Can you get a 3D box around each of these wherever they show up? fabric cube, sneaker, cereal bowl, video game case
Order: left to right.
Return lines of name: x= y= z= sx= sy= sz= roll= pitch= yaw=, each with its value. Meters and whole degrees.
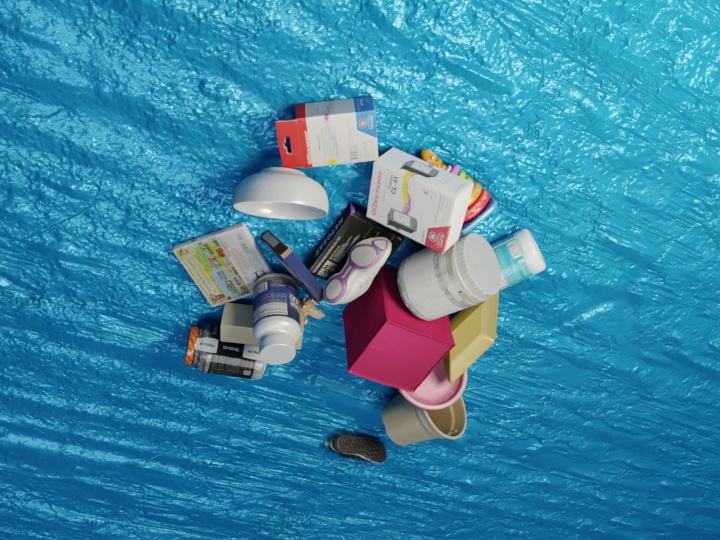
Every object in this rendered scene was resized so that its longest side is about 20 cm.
video game case: x=-0.316 y=-0.010 z=1.639 sx=0.181 sy=0.023 sz=0.200 roll=-18 pitch=131 yaw=9
cereal bowl: x=-0.164 y=-0.164 z=1.443 sx=0.199 sy=0.084 sz=0.200 roll=4 pitch=173 yaw=0
sneaker: x=-0.014 y=0.548 z=2.134 sx=0.199 sy=0.072 sz=0.083 roll=23 pitch=149 yaw=-22
sneaker: x=0.000 y=0.000 z=1.587 sx=0.200 sy=0.075 sz=0.100 roll=-45 pitch=155 yaw=14
fabric cube: x=0.088 y=0.142 z=1.692 sx=0.195 sy=0.200 sz=0.200 roll=22 pitch=125 yaw=-22

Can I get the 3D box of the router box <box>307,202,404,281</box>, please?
router box: x=-0.013 y=-0.047 z=1.616 sx=0.149 sy=0.051 sz=0.200 roll=25 pitch=124 yaw=-22

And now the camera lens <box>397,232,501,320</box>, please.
camera lens: x=0.196 y=0.016 z=1.562 sx=0.199 sy=0.161 sz=0.160 roll=-24 pitch=131 yaw=38

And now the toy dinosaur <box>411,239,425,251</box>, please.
toy dinosaur: x=0.143 y=-0.101 z=1.592 sx=0.088 sy=0.048 sz=0.200 roll=-21 pitch=126 yaw=21

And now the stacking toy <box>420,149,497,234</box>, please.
stacking toy: x=0.197 y=-0.187 z=1.498 sx=0.110 sy=0.116 sz=0.200 roll=-41 pitch=108 yaw=1

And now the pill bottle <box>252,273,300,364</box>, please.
pill bottle: x=-0.196 y=0.114 z=1.611 sx=0.110 sy=0.201 sz=0.111 roll=-5 pitch=140 yaw=-4

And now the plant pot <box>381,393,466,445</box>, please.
plant pot: x=0.167 y=0.406 z=1.948 sx=0.200 sy=0.201 sz=0.183 roll=35 pitch=130 yaw=-30

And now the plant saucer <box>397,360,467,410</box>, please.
plant saucer: x=0.182 y=0.273 z=1.833 sx=0.199 sy=0.202 sz=0.051 roll=3 pitch=158 yaw=-8

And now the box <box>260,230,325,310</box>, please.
box: x=-0.146 y=0.001 z=1.602 sx=0.032 sy=0.121 sz=0.200 roll=-41 pitch=128 yaw=-9

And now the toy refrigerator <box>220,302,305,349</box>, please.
toy refrigerator: x=-0.241 y=0.140 z=1.705 sx=0.199 sy=0.076 sz=0.070 roll=7 pitch=134 yaw=-6

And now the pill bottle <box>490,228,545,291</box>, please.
pill bottle: x=0.329 y=-0.011 z=1.642 sx=0.199 sy=0.111 sz=0.111 roll=-27 pitch=128 yaw=18

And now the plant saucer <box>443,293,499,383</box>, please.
plant saucer: x=0.275 y=0.162 z=1.772 sx=0.200 sy=0.048 sz=0.201 roll=-37 pitch=141 yaw=-29

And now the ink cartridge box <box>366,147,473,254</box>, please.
ink cartridge box: x=0.121 y=-0.147 z=1.454 sx=0.199 sy=0.086 sz=0.148 roll=26 pitch=132 yaw=21

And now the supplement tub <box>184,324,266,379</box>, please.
supplement tub: x=-0.340 y=0.205 z=1.755 sx=0.199 sy=0.123 sz=0.123 roll=11 pitch=129 yaw=-15

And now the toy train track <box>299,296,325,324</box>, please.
toy train track: x=-0.167 y=0.129 z=1.765 sx=0.114 sy=0.033 sz=0.200 roll=30 pitch=123 yaw=-27

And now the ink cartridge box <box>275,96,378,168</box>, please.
ink cartridge box: x=-0.067 y=-0.279 z=1.401 sx=0.199 sy=0.067 sz=0.117 roll=-6 pitch=131 yaw=-1
